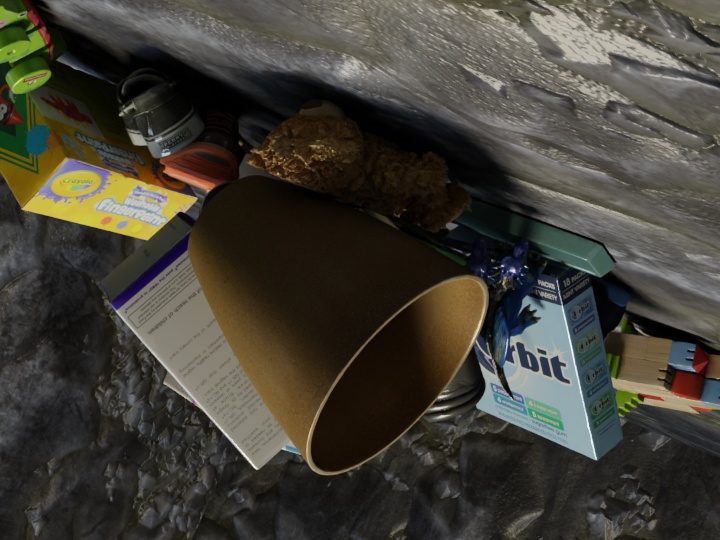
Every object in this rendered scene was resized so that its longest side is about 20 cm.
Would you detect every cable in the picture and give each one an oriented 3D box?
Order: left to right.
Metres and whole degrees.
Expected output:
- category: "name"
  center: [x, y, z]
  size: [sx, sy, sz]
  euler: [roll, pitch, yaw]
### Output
- category: "cable"
  center: [-0.015, -0.069, 1.095]
  size: [0.199, 0.050, 0.097]
  euler: [34, 174, 0]

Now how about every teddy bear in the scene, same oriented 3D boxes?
- category: "teddy bear"
  center: [0.005, -0.083, 0.943]
  size: [0.199, 0.067, 0.145]
  euler: [19, -176, -32]

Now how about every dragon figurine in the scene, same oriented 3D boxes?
- category: "dragon figurine"
  center: [0.114, 0.042, 1.038]
  size: [0.059, 0.201, 0.099]
  euler: [24, -143, 21]

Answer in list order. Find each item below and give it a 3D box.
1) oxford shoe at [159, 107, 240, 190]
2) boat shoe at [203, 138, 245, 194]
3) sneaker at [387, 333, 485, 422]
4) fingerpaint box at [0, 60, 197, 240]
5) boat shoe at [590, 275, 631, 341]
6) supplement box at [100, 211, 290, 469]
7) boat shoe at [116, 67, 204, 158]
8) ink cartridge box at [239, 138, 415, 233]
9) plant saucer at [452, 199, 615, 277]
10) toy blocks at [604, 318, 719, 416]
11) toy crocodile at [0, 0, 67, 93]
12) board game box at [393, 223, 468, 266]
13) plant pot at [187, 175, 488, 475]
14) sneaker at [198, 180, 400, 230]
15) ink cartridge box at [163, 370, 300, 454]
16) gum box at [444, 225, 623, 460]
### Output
- category: "oxford shoe"
  center: [-0.145, -0.121, 1.123]
  size: [0.071, 0.073, 0.200]
  euler: [21, 176, -17]
- category: "boat shoe"
  center: [-0.131, -0.105, 1.314]
  size: [0.076, 0.072, 0.200]
  euler: [10, 170, 21]
- category: "sneaker"
  center: [0.025, 0.083, 1.061]
  size: [0.199, 0.071, 0.100]
  euler: [2, 128, 42]
- category: "fingerpaint box"
  center: [-0.279, -0.124, 1.184]
  size: [0.167, 0.073, 0.200]
  euler: [54, -162, 23]
- category: "boat shoe"
  center: [0.194, 0.036, 1.206]
  size: [0.084, 0.069, 0.200]
  euler: [25, 175, -9]
- category: "supplement box"
  center: [-0.124, 0.060, 1.059]
  size: [0.200, 0.103, 0.101]
  euler: [50, 173, -17]
- category: "boat shoe"
  center: [-0.186, -0.153, 1.096]
  size: [0.064, 0.071, 0.200]
  euler: [60, 171, -19]
- category: "ink cartridge box"
  center: [-0.034, -0.021, 1.216]
  size: [0.199, 0.147, 0.147]
  euler: [24, 178, 7]
- category: "plant saucer"
  center: [0.123, -0.039, 1.051]
  size: [0.199, 0.019, 0.070]
  euler: [21, 174, 26]
- category: "toy blocks"
  center: [0.346, 0.115, 1.299]
  size: [0.136, 0.101, 0.200]
  euler: [7, 168, 32]
- category: "toy crocodile"
  center: [-0.295, -0.207, 1.027]
  size: [0.068, 0.062, 0.200]
  euler: [59, 173, 7]
- category: "board game box"
  center: [0.000, 0.000, 1.115]
  size: [0.199, 0.105, 0.023]
  euler: [24, -170, 7]
- category: "plant pot"
  center: [-0.037, 0.022, 0.925]
  size: [0.200, 0.187, 0.186]
  euler: [40, -177, 26]
- category: "sneaker"
  center: [-0.044, -0.038, 1.043]
  size: [0.199, 0.079, 0.079]
  euler: [17, 161, 1]
- category: "ink cartridge box"
  center: [-0.103, 0.100, 1.268]
  size: [0.128, 0.126, 0.200]
  euler: [24, 178, -37]
- category: "gum box"
  center: [0.161, 0.066, 1.158]
  size: [0.170, 0.044, 0.201]
  euler: [19, 133, 51]
